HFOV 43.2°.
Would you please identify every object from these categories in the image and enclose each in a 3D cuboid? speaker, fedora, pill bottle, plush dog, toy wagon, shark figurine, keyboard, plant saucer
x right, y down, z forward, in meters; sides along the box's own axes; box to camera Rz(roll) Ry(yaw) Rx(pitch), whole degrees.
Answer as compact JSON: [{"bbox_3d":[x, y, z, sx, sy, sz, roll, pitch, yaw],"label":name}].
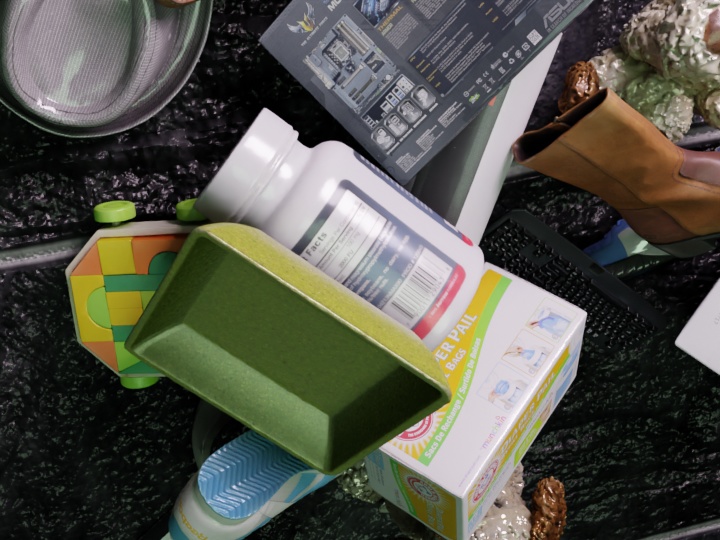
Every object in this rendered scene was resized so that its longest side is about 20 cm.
[{"bbox_3d":[0.093,-0.115,0.750,0.081,0.081,0.201,12,112,-20],"label":"speaker"},{"bbox_3d":[-0.190,-0.180,0.632,0.176,0.090,0.200,24,107,-24],"label":"fedora"},{"bbox_3d":[-0.018,-0.026,0.684,0.200,0.120,0.120,37,102,-12],"label":"pill bottle"},{"bbox_3d":[0.095,0.223,0.852,0.199,0.172,0.161,-20,118,-5],"label":"plush dog"},{"bbox_3d":[0.245,-0.160,0.750,0.172,0.161,0.200,-37,139,24],"label":"plush dog"},{"bbox_3d":[-0.136,0.020,0.739,0.199,0.040,0.156,-2,108,8],"label":"toy wagon"},{"bbox_3d":[-0.109,0.129,0.810,0.128,0.090,0.215,30,103,-24],"label":"shark figurine"},{"bbox_3d":[0.179,0.027,0.831,0.200,0.040,0.104,34,138,-19],"label":"keyboard"},{"bbox_3d":[-0.054,0.055,0.661,0.199,0.048,0.200,34,143,-8],"label":"plant saucer"}]

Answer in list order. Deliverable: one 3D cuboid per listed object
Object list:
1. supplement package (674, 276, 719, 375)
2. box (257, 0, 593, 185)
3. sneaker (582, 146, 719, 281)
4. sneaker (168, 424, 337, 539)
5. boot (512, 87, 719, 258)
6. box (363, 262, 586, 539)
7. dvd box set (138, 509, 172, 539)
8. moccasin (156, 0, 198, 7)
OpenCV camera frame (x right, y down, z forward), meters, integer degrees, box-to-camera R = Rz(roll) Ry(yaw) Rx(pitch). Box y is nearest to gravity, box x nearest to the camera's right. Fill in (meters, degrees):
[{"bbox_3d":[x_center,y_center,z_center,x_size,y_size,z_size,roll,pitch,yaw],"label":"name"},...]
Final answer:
[{"bbox_3d":[0.373,0.041,0.827,0.114,0.109,0.200,-60,160,16],"label":"supplement package"},{"bbox_3d":[0.047,-0.187,0.667,0.158,0.051,0.200,44,111,-5],"label":"box"},{"bbox_3d":[0.276,-0.044,0.850,0.199,0.076,0.077,-26,82,8],"label":"sneaker"},{"bbox_3d":[-0.078,0.169,0.766,0.200,0.077,0.081,-14,152,-53],"label":"sneaker"},{"bbox_3d":[0.249,-0.094,0.698,0.200,0.188,0.069,27,62,-29],"label":"boot"},{"bbox_3d":[0.098,0.112,0.780,0.200,0.101,0.113,-50,153,-24],"label":"box"},{"bbox_3d":[-0.162,0.338,0.928,0.146,0.029,0.200,-42,119,7],"label":"dvd box set"},{"bbox_3d":[-0.058,-0.238,0.613,0.201,0.078,0.074,-33,125,-24],"label":"moccasin"}]
